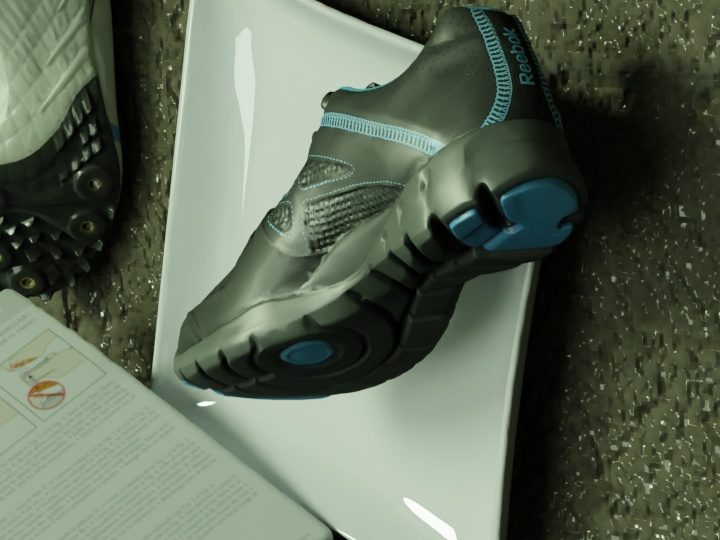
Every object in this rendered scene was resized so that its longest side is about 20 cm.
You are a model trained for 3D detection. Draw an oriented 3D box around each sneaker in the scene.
[{"bbox_3d":[-0.135,-0.083,1.195,0.073,0.072,0.201,-98,8,-65],"label":"sneaker"},{"bbox_3d":[0.003,-0.016,1.006,0.200,0.073,0.082,-34,56,41],"label":"sneaker"}]

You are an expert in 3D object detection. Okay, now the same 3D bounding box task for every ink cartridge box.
[{"bbox_3d":[-0.131,0.110,1.117,0.200,0.160,0.047,34,149,33],"label":"ink cartridge box"}]

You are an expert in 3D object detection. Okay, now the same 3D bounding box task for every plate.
[{"bbox_3d":[0.000,0.000,1.077,0.199,0.032,0.201,27,119,43],"label":"plate"}]
